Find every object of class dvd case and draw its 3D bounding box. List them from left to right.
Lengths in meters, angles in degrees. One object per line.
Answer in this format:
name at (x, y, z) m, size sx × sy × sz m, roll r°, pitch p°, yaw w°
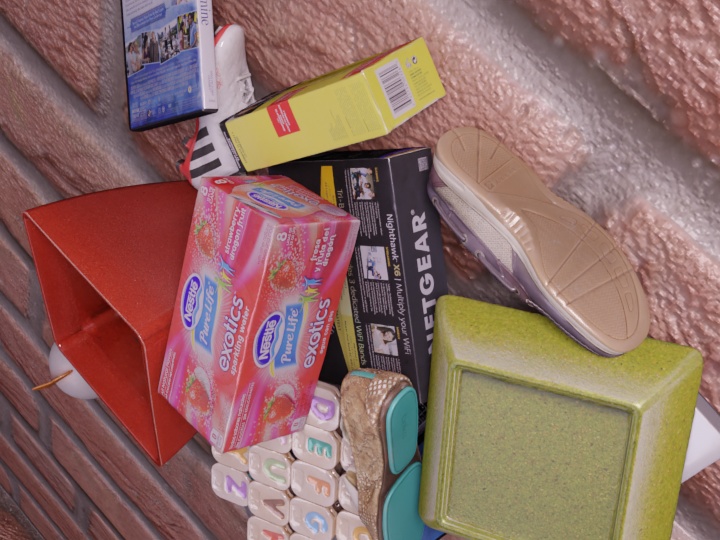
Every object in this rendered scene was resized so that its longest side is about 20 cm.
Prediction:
dvd case at (-0.168, -0.227, 0.769) m, size 0.142 × 0.017 × 0.203 m, roll 1°, pitch 95°, yaw 52°

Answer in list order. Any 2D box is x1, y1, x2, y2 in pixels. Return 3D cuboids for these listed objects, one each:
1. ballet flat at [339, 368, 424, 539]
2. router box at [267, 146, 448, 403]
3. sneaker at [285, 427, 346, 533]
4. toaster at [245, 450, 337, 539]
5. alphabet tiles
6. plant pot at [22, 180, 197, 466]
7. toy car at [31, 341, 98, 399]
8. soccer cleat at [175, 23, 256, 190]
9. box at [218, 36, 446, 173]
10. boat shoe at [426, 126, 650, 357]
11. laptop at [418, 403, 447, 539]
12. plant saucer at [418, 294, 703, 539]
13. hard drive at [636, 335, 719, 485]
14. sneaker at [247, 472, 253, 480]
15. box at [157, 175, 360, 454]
ballet flat at (0.016, 0.158, 0.750) m, size 0.065 × 0.070 × 0.202 m, roll 22°, pitch 129°, yaw 34°
router box at (0.000, 0.000, 0.769) m, size 0.156 × 0.052 × 0.203 m, roll 6°, pitch 109°, yaw 47°
sneaker at (-0.023, 0.190, 0.879) m, size 0.075 × 0.070 × 0.201 m, roll 38°, pitch 118°, yaw 5°
toaster at (-0.024, 0.269, 1.013) m, size 0.181 × 0.118 × 0.201 m, roll 44°, pitch 145°, yaw 14°
alphabet tiles at (-0.063, 0.190, 0.844) m, size 0.193 × 0.015 × 0.203 m, roll 14°, pitch 113°, yaw 25°
plant pot at (-0.189, 0.028, 0.891) m, size 0.200 × 0.175 × 0.201 m, roll 40°, pitch 145°, yaw 27°
toy car at (-0.315, 0.096, 1.125) m, size 0.185 × 0.199 × 0.176 m, roll 56°, pitch 150°, yaw -5°
soccer cleat at (-0.118, -0.137, 0.826) m, size 0.085 × 0.069 × 0.201 m, roll 31°, pitch 141°, yaw 6°
box at (-0.029, -0.127, 0.718) m, size 0.199 × 0.075 × 0.051 m, roll -3°, pitch 117°, yaw 52°
boat shoe at (0.121, -0.016, 0.645) m, size 0.200 × 0.072 × 0.065 m, roll 47°, pitch 151°, yaw 15°
laptop at (0.024, 0.153, 0.859) m, size 0.200 × 0.116 × 0.188 m, roll 46°, pitch 144°, yaw 10°
plant saucer at (0.131, 0.137, 0.663) m, size 0.198 × 0.048 × 0.202 m, roll 12°, pitch 110°, yaw 25°
hard drive at (0.164, 0.133, 0.693) m, size 0.132 × 0.026 × 0.200 m, roll 48°, pitch 123°, yaw 8°
sneaker at (-0.162, 0.162, 1.031) m, size 0.201 × 0.090 × 0.078 m, roll -111°, pitch 26°, yaw -44°
box at (-0.088, 0.032, 0.743) m, size 0.102 × 0.094 × 0.202 m, roll 33°, pitch 116°, yaw 37°
